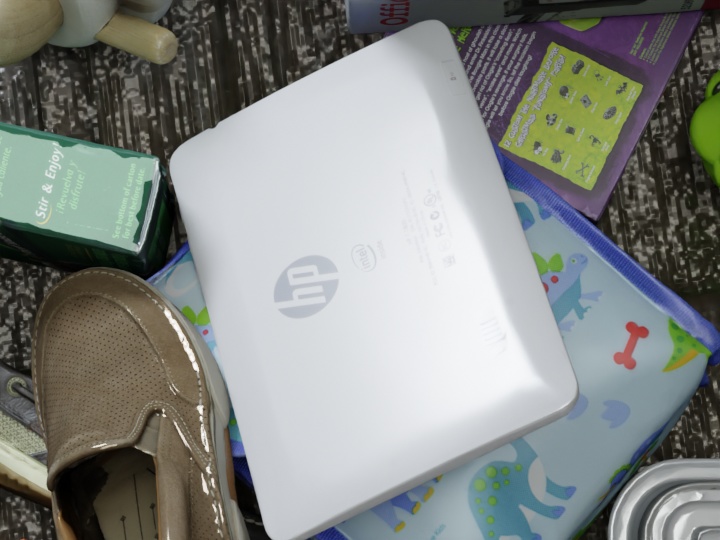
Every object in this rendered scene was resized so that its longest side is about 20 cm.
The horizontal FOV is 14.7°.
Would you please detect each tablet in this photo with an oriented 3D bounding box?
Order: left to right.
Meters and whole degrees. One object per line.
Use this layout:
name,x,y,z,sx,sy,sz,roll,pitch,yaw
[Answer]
tablet,0.000,0.000,1.076,0.130,0.014,0.200,-26,51,11

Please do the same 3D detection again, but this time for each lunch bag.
lunch bag,0.019,0.034,1.129,0.200,0.127,0.170,41,83,10

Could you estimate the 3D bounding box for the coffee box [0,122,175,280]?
coffee box,-0.178,-0.038,1.142,0.200,0.123,0.044,13,83,0

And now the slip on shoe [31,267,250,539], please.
slip on shoe,-0.090,0.074,1.052,0.076,0.061,0.200,-32,53,20

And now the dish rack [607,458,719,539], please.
dish rack,0.200,0.162,1.126,0.199,0.044,0.172,1,88,-9

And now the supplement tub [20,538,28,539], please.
supplement tub,-0.059,0.185,1.100,0.200,0.123,0.123,21,80,4

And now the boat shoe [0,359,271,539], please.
boat shoe,-0.121,0.065,1.146,0.200,0.073,0.065,24,82,4

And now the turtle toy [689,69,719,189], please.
turtle toy,0.236,-0.069,1.150,0.200,0.101,0.146,-15,66,25

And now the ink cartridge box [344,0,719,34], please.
ink cartridge box,0.086,-0.158,1.128,0.199,0.145,0.084,-5,79,-1

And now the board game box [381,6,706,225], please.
board game box,0.092,-0.131,1.210,0.120,0.032,0.200,28,80,1

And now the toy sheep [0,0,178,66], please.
toy sheep,-0.109,-0.164,1.164,0.138,0.138,0.200,34,66,5
